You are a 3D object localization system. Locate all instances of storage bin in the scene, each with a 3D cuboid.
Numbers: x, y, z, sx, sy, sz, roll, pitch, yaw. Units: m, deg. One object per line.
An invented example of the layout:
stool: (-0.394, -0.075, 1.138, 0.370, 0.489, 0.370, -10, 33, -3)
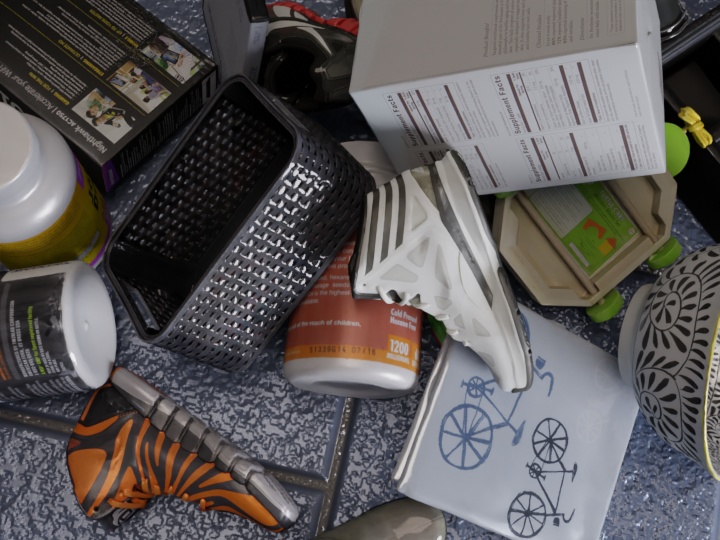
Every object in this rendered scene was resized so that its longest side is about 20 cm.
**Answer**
storage bin: (-0.100, -0.036, 0.773, 0.200, 0.094, 0.135, -51, 45, 10)

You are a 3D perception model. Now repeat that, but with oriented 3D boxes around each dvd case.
dvd case: (-0.111, -0.220, 0.829, 0.018, 0.200, 0.143, -11, 74, -15)

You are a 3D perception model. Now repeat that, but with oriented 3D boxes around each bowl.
bowl: (0.270, 0.061, 0.789, 0.094, 0.201, 0.201, 11, 71, 36)

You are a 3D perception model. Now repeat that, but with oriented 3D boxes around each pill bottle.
pill bottle: (-0.310, 0.057, 0.785, 0.199, 0.106, 0.107, -8, 74, 6)
pill bottle: (-0.270, -0.060, 0.777, 0.104, 0.200, 0.105, 0, 74, -2)
pill bottle: (0.000, 0.000, 0.814, 0.112, 0.112, 0.201, 5, 74, 0)

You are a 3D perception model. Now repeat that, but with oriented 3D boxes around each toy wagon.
toy wagon: (0.207, -0.059, 0.816, 0.200, 0.040, 0.155, -41, 107, -2)

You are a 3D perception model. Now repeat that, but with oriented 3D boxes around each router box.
router box: (-0.252, -0.187, 0.877, 0.200, 0.051, 0.149, 38, 65, 9)

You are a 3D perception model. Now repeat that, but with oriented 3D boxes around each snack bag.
snack bag: (0.141, 0.127, 0.801, 0.200, 0.021, 0.189, 27, 73, -17)

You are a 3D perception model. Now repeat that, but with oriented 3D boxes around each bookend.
bookend: (0.368, -0.143, 0.875, 0.199, 0.092, 0.200, -33, 78, -10)

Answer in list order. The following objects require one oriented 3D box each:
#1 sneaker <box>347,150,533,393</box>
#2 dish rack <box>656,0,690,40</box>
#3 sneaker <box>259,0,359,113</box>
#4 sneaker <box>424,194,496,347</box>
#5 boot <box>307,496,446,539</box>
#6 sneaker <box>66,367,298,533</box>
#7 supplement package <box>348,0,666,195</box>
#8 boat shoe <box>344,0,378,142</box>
sneaker: (0.056, 0.017, 0.746, 0.115, 0.076, 0.201, -20, 109, 8)
dish rack: (0.264, -0.297, 0.903, 0.153, 0.055, 0.200, 17, 60, 44)
sneaker: (-0.062, -0.185, 0.841, 0.098, 0.071, 0.200, -30, 37, -31)
sneaker: (0.099, -0.025, 0.843, 0.084, 0.077, 0.201, 8, 81, -8)
boot: (-0.019, 0.229, 0.737, 0.200, 0.131, 0.068, -22, 76, -8)
sneaker: (-0.152, 0.176, 0.786, 0.200, 0.078, 0.112, 32, 79, 18)
supplement package: (0.117, -0.163, 0.734, 0.200, 0.151, 0.152, -5, 59, 22)
boat shoe: (0.036, -0.191, 0.891, 0.072, 0.076, 0.200, -10, 76, -7)
